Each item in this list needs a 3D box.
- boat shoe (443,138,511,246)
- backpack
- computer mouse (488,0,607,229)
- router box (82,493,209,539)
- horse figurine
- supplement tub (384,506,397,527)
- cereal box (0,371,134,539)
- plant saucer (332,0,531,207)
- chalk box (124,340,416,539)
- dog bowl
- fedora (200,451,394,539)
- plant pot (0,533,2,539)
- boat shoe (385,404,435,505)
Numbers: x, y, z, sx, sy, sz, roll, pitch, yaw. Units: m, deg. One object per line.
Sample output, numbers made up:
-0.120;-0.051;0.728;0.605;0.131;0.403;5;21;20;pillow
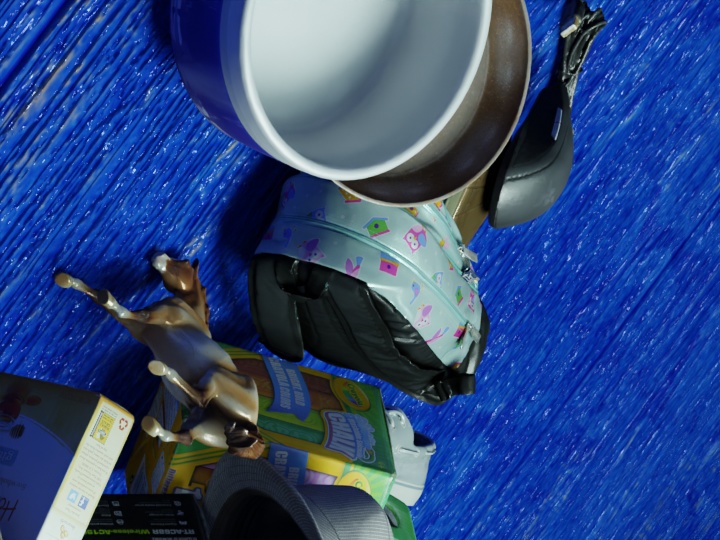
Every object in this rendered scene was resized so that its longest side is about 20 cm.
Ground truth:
0.051;-0.039;1.891;0.201;0.063;0.073;-64;159;10;boat shoe
0.000;0.000;1.771;0.200;0.166;0.127;57;47;-60;backpack
0.152;-0.120;1.912;0.200;0.046;0.141;-58;164;-54;computer mouse
-0.209;0.222;1.653;0.199;0.062;0.150;1;127;-19;router box
-0.113;0.060;1.613;0.050;0.200;0.132;-47;146;15;horse figurine
-0.049;0.225;1.957;0.123;0.122;0.200;-58;153;5;supplement tub
-0.230;0.159;1.507;0.040;0.143;0.201;39;67;-43;cereal box
0.024;-0.143;1.671;0.200;0.034;0.201;-4;97;-33;plant saucer
-0.050;0.146;1.754;0.199;0.125;0.124;15;115;-15;chalk box
-0.017;-0.162;1.551;0.200;0.079;0.201;-17;117;-37;dog bowl
-0.031;0.207;1.647;0.090;0.177;0.201;-11;119;-35;fedora
-0.334;0.175;1.403;0.200;0.187;0.187;18;105;-47;plant pot
0.009;0.140;2.030;0.072;0.070;0.201;-66;157;-2;boat shoe
